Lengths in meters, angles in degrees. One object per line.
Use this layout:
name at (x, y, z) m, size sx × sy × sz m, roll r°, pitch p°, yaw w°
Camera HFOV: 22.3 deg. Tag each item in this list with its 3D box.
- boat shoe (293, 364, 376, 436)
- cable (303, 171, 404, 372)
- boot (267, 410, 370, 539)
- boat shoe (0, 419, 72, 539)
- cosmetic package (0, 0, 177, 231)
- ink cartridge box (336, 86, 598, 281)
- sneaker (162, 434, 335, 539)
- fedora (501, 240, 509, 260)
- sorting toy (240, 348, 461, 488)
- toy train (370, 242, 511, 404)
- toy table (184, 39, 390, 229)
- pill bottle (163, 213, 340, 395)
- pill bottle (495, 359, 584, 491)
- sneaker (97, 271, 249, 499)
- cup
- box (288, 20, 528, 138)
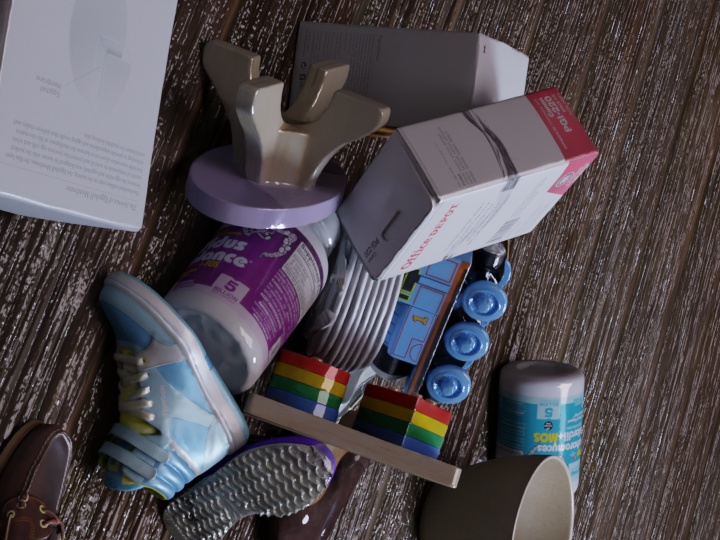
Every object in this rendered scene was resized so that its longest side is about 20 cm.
boat shoe at (-0.026, 0.108, 1.881) m, size 0.064 × 0.070 × 0.200 m, roll -59°, pitch 174°, yaw 28°
cable at (0.000, 0.000, 1.796) m, size 0.200 × 0.069 × 0.202 m, roll 118°, pitch -12°, yaw -64°
boot at (-0.043, 0.238, 1.893) m, size 0.200 × 0.072 × 0.168 m, roll -16°, pitch 123°, yaw -62°
boat shoe at (-0.266, 0.213, 1.427) m, size 0.071 × 0.070 × 0.202 m, roll 56°, pitch 47°, yaw -51°
cosmetic package at (-0.243, -0.145, 1.320) m, size 0.199 × 0.122 × 0.202 m, roll 16°, pitch 81°, yaw -63°
ink cartridge box at (0.096, -0.079, 1.676) m, size 0.199 × 0.085 × 0.146 m, roll -19°, pitch 160°, yaw -35°
sneaker at (-0.091, 0.177, 1.648) m, size 0.070 × 0.199 × 0.100 m, roll 54°, pitch 38°, yaw -13°
fedora at (0.066, -0.026, 1.906) m, size 0.081 × 0.199 × 0.203 m, roll 2°, pitch 95°, yaw -47°
sorting toy at (-0.006, 0.131, 1.684) m, size 0.199 × 0.198 × 0.070 m, roll 138°, pitch -28°, yaw -84°
toy train at (0.077, 0.044, 1.830) m, size 0.087 × 0.113 × 0.201 m, roll -75°, pitch -175°, yaw -58°
toy table at (-0.070, -0.121, 1.625) m, size 0.200 × 0.182 × 0.118 m, roll -51°, pitch 158°, yaw -68°
pill bottle at (-0.097, 0.010, 1.655) m, size 0.200 × 0.111 × 0.113 m, roll -55°, pitch 142°, yaw -42°
pill bottle at (0.229, 0.223, 2.346) m, size 0.111 × 0.110 × 0.202 m, roll -19°, pitch 113°, yaw -60°
sneaker at (-0.188, 0.110, 1.548) m, size 0.130 × 0.079 × 0.201 m, roll -42°, pitch 116°, yaw -23°
cup at (0.155, 0.310, 2.189) m, size 0.200 × 0.142 × 0.203 m, roll -24°, pitch 118°, yaw -58°
box at (0.047, -0.181, 1.792) m, size 0.124 × 0.198 × 0.099 m, roll 9°, pitch 89°, yaw -62°
